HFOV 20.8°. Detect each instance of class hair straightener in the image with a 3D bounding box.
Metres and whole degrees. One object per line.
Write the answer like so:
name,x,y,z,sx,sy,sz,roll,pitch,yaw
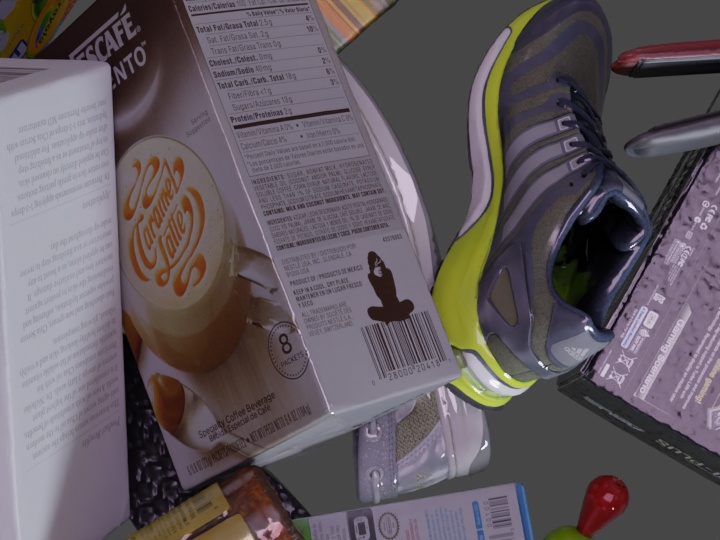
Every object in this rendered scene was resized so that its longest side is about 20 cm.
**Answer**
hair straightener,0.207,-0.062,0.822,0.199,0.041,0.077,-5,84,-7

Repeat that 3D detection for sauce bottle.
sauce bottle,-0.111,0.153,0.787,0.200,0.066,0.066,-30,85,-4

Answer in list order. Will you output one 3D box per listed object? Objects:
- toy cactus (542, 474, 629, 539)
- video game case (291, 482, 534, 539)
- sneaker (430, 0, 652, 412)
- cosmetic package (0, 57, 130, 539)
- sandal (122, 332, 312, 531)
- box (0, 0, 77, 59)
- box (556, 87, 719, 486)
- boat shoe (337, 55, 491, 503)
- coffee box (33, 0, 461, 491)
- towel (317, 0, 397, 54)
toy cactus,0.130,0.203,0.855,0.200,0.102,0.165,45,103,1
video game case,-0.018,0.174,0.813,0.199,0.018,0.144,-10,70,2
sneaker,0.091,-0.035,0.852,0.074,0.081,0.201,32,57,-38
cosmetic package,-0.148,0.020,0.791,0.071,0.101,0.201,4,104,19
sandal,-0.071,0.107,0.876,0.075,0.048,0.201,-37,73,-4
box,-0.235,-0.094,0.809,0.122,0.193,0.200,29,82,12
box,0.208,0.005,0.871,0.163,0.086,0.200,29,83,2
boat shoe,0.000,0.001,0.874,0.065,0.074,0.203,-18,91,-8
coffee box,-0.052,-0.024,0.823,0.080,0.114,0.200,-13,77,-42
towel,-0.077,-0.096,0.911,0.200,0.018,0.086,-42,82,-6
